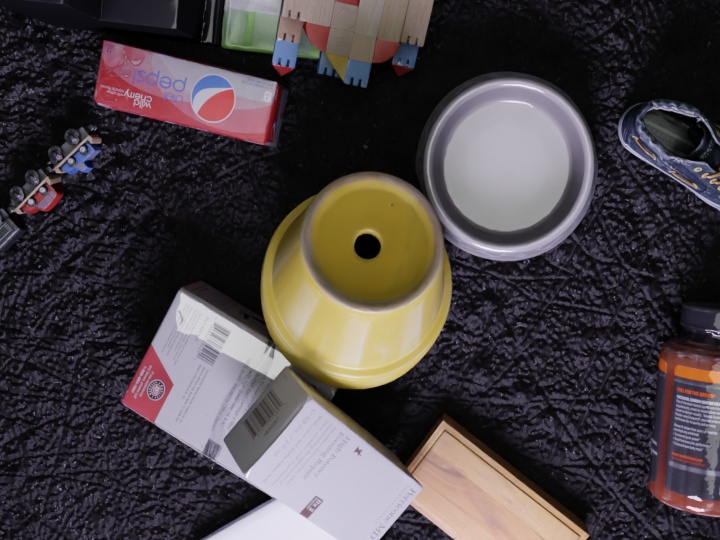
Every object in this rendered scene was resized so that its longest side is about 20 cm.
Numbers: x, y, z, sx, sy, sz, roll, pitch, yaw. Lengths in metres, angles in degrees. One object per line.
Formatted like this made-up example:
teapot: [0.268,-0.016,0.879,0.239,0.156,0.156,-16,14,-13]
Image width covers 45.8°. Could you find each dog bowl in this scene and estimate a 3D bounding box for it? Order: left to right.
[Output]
dog bowl: [0.153,-0.109,0.890,0.196,0.059,0.204,1,95,7]

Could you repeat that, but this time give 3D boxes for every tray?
tray: [0.142,0.261,0.939,0.199,0.037,0.099,37,99,3]

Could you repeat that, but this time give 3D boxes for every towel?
towel: [-0.073,-0.333,0.912,0.146,0.031,0.204,8,97,7]

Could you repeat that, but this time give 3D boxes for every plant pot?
plant pot: [0.000,0.000,0.822,0.197,0.189,0.204,1,74,-5]

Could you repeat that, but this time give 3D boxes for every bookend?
bookend: [-0.258,-0.297,0.854,0.195,0.200,0.094,8,97,7]

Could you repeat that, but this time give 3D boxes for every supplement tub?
supplement tub: [0.353,0.137,0.864,0.105,0.107,0.204,4,97,7]

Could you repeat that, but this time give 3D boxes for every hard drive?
hard drive: [-0.082,0.328,0.980,0.198,0.025,0.133,-31,91,9]

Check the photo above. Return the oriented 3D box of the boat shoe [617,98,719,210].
boat shoe: [0.352,-0.106,0.847,0.198,0.091,0.072,27,98,4]

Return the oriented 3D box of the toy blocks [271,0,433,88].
toy blocks: [-0.008,-0.255,0.875,0.196,0.100,0.139,9,110,-11]

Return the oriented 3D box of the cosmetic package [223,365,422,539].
cosmetic package: [-0.034,0.197,0.867,0.102,0.074,0.200,-48,124,-2]

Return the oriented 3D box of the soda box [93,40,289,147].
soda box: [-0.182,-0.191,0.923,0.197,0.063,0.071,14,97,5]

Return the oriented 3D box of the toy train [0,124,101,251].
toy train: [-0.365,-0.090,0.972,0.200,0.034,0.046,-43,93,10]

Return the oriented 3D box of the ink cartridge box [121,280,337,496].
ink cartridge box: [-0.135,0.126,0.937,0.198,0.083,0.148,31,98,3]
